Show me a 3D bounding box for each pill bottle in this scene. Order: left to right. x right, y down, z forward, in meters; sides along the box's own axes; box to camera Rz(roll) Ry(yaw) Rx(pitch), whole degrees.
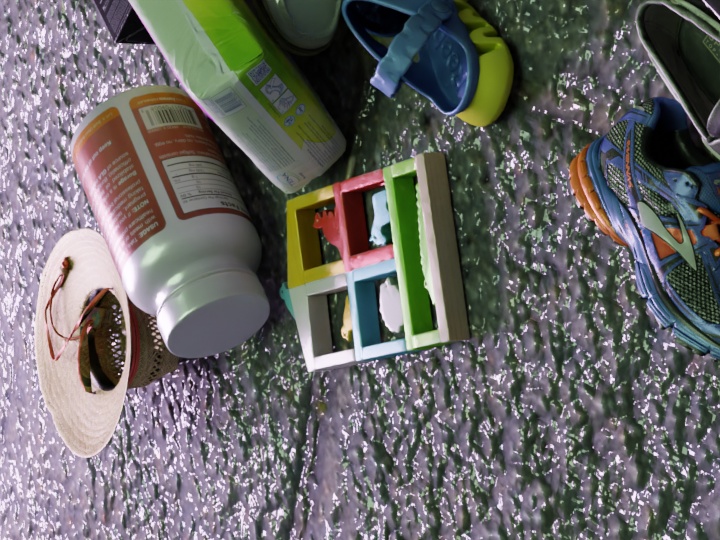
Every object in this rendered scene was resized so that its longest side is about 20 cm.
[{"bbox_3d":[-0.144,-0.037,1.451,0.112,0.112,0.200,-52,52,41],"label":"pill bottle"}]

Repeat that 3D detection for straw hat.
[{"bbox_3d":[-0.195,0.056,1.550,0.201,0.085,0.201,-4,85,58],"label":"straw hat"}]

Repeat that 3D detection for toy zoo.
[{"bbox_3d":[0.000,0.000,1.334,0.200,0.020,0.131,-15,80,53],"label":"toy zoo"}]

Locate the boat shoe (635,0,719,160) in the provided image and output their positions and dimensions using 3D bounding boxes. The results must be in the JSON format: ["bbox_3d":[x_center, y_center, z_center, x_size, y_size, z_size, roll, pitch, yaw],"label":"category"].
[{"bbox_3d":[0.215,-0.077,1.001,0.200,0.064,0.071,56,134,35],"label":"boat shoe"}]

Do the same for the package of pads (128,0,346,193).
[{"bbox_3d":[-0.100,-0.163,1.354,0.068,0.155,0.200,-36,55,5],"label":"package of pads"}]

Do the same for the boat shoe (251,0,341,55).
[{"bbox_3d":[-0.041,-0.256,1.328,0.068,0.075,0.200,-17,78,58],"label":"boat shoe"}]

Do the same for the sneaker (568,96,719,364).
[{"bbox_3d":[0.189,-0.021,1.037,0.200,0.075,0.078,55,130,33],"label":"sneaker"}]

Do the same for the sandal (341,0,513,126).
[{"bbox_3d":[0.024,-0.178,1.237,0.200,0.087,0.080,59,137,35],"label":"sandal"}]

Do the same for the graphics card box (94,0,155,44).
[{"bbox_3d":[-0.199,-0.301,1.559,0.126,0.051,0.200,-57,48,38],"label":"graphics card box"}]

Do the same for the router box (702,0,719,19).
[{"bbox_3d":[0.237,-0.220,0.963,0.150,0.062,0.200,55,133,35],"label":"router box"}]
